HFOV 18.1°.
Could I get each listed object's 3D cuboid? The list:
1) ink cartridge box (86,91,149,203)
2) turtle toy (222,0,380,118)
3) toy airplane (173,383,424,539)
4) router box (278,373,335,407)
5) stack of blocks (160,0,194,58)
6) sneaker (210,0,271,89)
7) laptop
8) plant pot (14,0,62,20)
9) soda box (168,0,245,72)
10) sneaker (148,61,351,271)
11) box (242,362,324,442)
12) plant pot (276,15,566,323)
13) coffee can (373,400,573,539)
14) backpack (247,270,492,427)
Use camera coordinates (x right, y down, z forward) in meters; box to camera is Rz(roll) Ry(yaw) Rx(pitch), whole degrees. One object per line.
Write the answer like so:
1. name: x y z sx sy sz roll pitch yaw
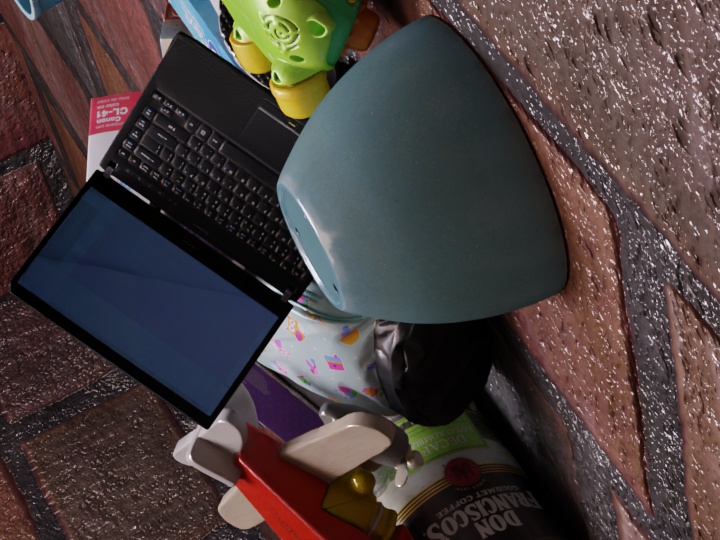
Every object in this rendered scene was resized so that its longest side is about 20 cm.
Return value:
1. ink cartridge box: -0.195 -0.040 2.036 0.148 0.085 0.200 78 -169 -54
2. turtle toy: -0.053 -0.206 1.536 0.200 0.101 0.146 50 166 52
3. toy airplane: -0.039 0.153 1.697 0.200 0.141 0.200 20 138 34
4. router box: -0.012 0.096 1.966 0.200 0.049 0.180 40 -177 -23
5. stack of blocks: -0.131 -0.157 2.019 0.115 0.058 0.200 -87 -8 -50
6. sneaker: -0.086 -0.221 1.779 0.080 0.074 0.200 69 178 -69
7. laptop: -0.116 -0.029 1.581 0.177 0.200 0.103 35 -153 -1
8. plant pot: -0.225 -0.332 1.825 0.200 0.188 0.200 59 168 21
9. soda box: -0.102 -0.209 1.856 0.200 0.068 0.064 55 167 37
10. sneaker: -0.078 -0.089 1.675 0.088 0.200 0.076 42 164 -26
11. box: -0.077 0.102 1.905 0.200 0.039 0.137 41 -177 -27
12. plant pot: 0.026 -0.045 1.459 0.200 0.134 0.200 60 169 19
13. coffee can: 0.072 0.200 1.792 0.200 0.146 0.147 54 166 40
14. backpack: -0.010 0.025 1.699 0.200 0.127 0.167 25 143 32
